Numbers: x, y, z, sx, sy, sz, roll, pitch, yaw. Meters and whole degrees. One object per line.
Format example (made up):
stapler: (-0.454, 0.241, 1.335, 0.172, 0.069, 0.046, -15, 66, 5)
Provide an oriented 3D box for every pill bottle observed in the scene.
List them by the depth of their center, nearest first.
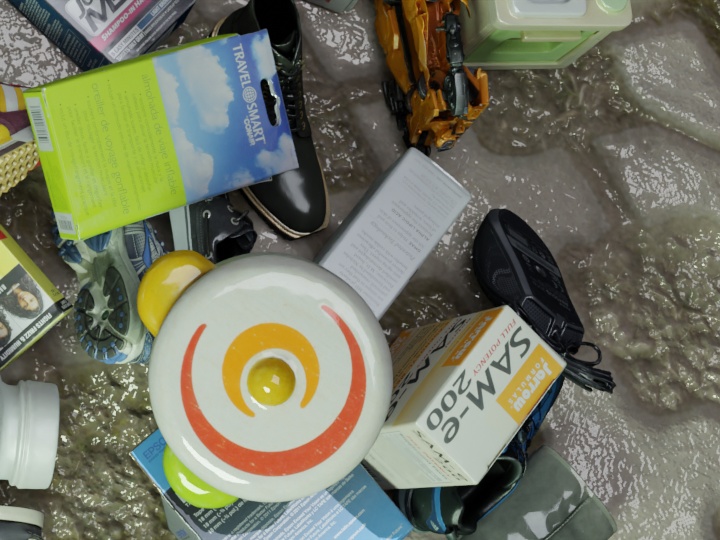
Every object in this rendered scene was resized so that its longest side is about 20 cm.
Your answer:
pill bottle: (-0.333, 0.118, 1.398, 0.199, 0.111, 0.112, 6, 76, -16)

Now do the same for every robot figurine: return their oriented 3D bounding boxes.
robot figurine: (0.060, -0.198, 1.589, 0.058, 0.145, 0.201, -6, 73, -22)

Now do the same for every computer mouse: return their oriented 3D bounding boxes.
computer mouse: (0.136, 0.025, 1.567, 0.138, 0.053, 0.201, 33, 25, -31)

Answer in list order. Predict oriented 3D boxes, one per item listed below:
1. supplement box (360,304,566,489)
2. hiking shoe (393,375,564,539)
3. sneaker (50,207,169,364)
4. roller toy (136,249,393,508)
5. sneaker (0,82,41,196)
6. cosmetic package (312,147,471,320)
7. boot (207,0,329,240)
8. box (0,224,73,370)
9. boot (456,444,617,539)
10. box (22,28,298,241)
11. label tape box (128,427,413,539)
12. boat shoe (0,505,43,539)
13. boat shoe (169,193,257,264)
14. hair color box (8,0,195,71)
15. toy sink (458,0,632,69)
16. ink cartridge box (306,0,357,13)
supplement box: (0.062, 0.105, 1.482, 0.074, 0.200, 0.126, 44, 68, -12)
hiking shoe: (0.119, 0.149, 1.546, 0.200, 0.087, 0.074, -50, 121, -19)
sneaker: (-0.194, -0.009, 1.501, 0.085, 0.077, 0.201, 24, 48, -49)
roller toy: (-0.069, 0.076, 1.391, 0.181, 0.140, 0.201, -9, 92, -4)
sneaker: (-0.274, -0.127, 1.468, 0.090, 0.075, 0.200, 43, 35, 7)
cosmetic package: (0.000, 0.000, 1.542, 0.074, 0.102, 0.200, 38, 70, -5)
boot: (-0.067, -0.132, 1.530, 0.077, 0.138, 0.201, -23, 87, -22)
box: (-0.321, -0.020, 1.457, 0.075, 0.050, 0.200, -40, 92, 2)
boot: (0.139, 0.273, 1.551, 0.200, 0.073, 0.182, -34, 92, -29)
box: (-0.154, -0.110, 1.447, 0.199, 0.048, 0.123, -20, 104, -29)
label tape box: (-0.077, 0.184, 1.494, 0.144, 0.063, 0.200, -40, 90, -22)
boat shoe: (-0.339, 0.210, 1.398, 0.199, 0.073, 0.063, 6, 73, -22)
boat shoe: (-0.115, -0.021, 1.506, 0.066, 0.070, 0.201, -10, 67, 19)
hair color box: (-0.245, -0.255, 1.541, 0.200, 0.061, 0.100, 43, 68, -4)
toy sink: (0.154, -0.250, 1.597, 0.129, 0.200, 0.113, -3, 78, -20)
ink cartridge box: (-0.076, -0.310, 1.563, 0.199, 0.146, 0.086, 17, 71, -14)
